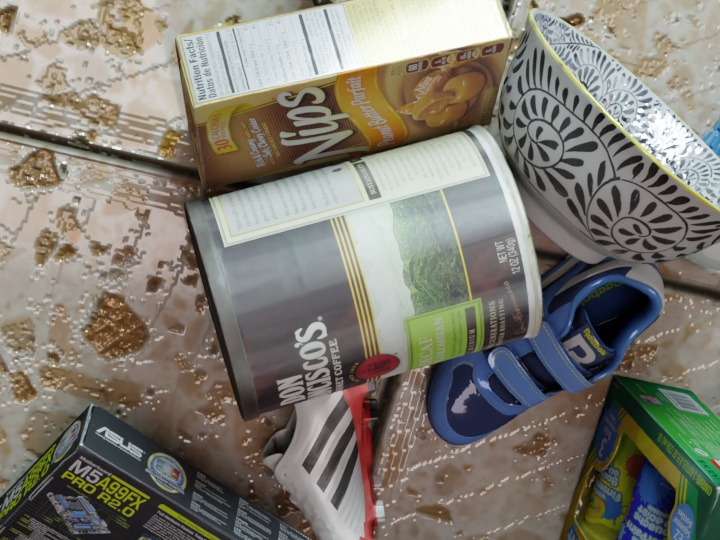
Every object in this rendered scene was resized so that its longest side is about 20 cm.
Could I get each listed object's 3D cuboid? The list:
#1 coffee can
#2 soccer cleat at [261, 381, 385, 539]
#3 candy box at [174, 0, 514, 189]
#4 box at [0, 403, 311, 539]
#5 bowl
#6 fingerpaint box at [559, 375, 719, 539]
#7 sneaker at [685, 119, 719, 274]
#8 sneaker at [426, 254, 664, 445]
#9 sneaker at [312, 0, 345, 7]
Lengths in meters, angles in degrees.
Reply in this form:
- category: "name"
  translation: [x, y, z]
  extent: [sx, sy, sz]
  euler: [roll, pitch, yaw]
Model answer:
- category: "coffee can"
  translation: [0.000, 0.000, 0.989]
  extent: [0.200, 0.146, 0.147]
  euler: [-16, 110, -7]
- category: "soccer cleat"
  translation: [-0.026, 0.149, 1.078]
  extent: [0.085, 0.069, 0.200]
  euler: [-3, 107, 1]
- category: "candy box"
  translation: [-0.012, -0.119, 0.964]
  extent: [0.200, 0.115, 0.055]
  euler: [-14, 68, -8]
- category: "box"
  translation: [-0.150, 0.200, 1.047]
  extent: [0.200, 0.044, 0.160]
  euler: [35, 119, -19]
- category: "bowl"
  translation: [0.153, -0.067, 0.982]
  extent: [0.201, 0.201, 0.094]
  euler: [36, 112, -20]
- category: "fingerpaint box"
  translation: [0.213, 0.189, 1.065]
  extent: [0.073, 0.200, 0.167]
  euler: [12, 105, -14]
- category: "sneaker"
  translation: [0.291, -0.081, 1.073]
  extent: [0.087, 0.075, 0.200]
  euler: [36, 103, -29]
- category: "sneaker"
  translation: [0.130, 0.053, 1.068]
  extent: [0.200, 0.082, 0.074]
  euler: [-42, 112, 5]
- category: "sneaker"
  translation: [0.018, -0.242, 0.955]
  extent: [0.086, 0.078, 0.200]
  euler: [4, 107, -17]
